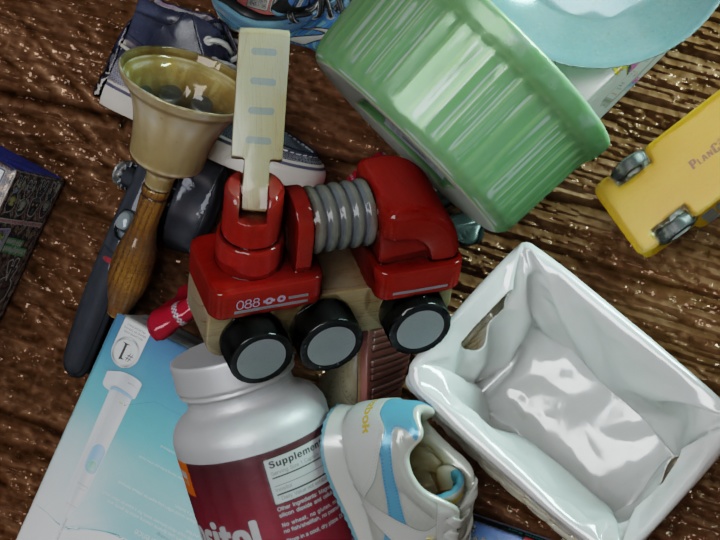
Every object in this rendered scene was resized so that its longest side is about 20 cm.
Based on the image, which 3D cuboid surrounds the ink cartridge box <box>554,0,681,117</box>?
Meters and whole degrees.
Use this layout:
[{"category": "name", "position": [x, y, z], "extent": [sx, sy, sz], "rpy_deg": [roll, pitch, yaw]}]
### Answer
[{"category": "ink cartridge box", "position": [0.150, -0.175, 1.699], "extent": [0.200, 0.067, 0.117], "rpy_deg": [-44, 76, 8]}]

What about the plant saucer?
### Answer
[{"category": "plant saucer", "position": [0.164, -0.238, 1.633], "extent": [0.200, 0.039, 0.202], "rpy_deg": [0, 88, 2]}]

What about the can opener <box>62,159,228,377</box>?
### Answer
[{"category": "can opener", "position": [-0.176, -0.009, 1.787], "extent": [0.078, 0.063, 0.201], "rpy_deg": [32, 97, 30]}]

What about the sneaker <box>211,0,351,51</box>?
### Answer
[{"category": "sneaker", "position": [-0.027, -0.192, 1.740], "extent": [0.199, 0.090, 0.079], "rpy_deg": [9, 90, 16]}]

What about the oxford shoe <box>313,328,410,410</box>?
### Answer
[{"category": "oxford shoe", "position": [-0.010, 0.081, 1.700], "extent": [0.074, 0.070, 0.201], "rpy_deg": [7, 95, 29]}]

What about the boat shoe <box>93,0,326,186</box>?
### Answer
[{"category": "boat shoe", "position": [-0.104, -0.136, 1.767], "extent": [0.199, 0.075, 0.093], "rpy_deg": [25, 102, 17]}]

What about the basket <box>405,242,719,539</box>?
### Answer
[{"category": "basket", "position": [0.147, 0.101, 1.644], "extent": [0.200, 0.123, 0.136], "rpy_deg": [41, 82, 13]}]

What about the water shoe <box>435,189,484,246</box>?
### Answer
[{"category": "water shoe", "position": [0.000, 0.000, 1.732], "extent": [0.200, 0.071, 0.079], "rpy_deg": [-35, 84, 14]}]

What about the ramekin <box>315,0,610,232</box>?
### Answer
[{"category": "ramekin", "position": [0.062, -0.118, 1.575], "extent": [0.200, 0.200, 0.098], "rpy_deg": [43, 88, 14]}]

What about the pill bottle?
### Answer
[{"category": "pill bottle", "position": [-0.065, 0.147, 1.645], "extent": [0.112, 0.113, 0.201], "rpy_deg": [-13, 102, 15]}]

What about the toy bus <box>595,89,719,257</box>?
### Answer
[{"category": "toy bus", "position": [0.264, -0.091, 1.655], "extent": [0.200, 0.078, 0.065], "rpy_deg": [-38, 78, 11]}]

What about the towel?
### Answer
[{"category": "towel", "position": [-0.063, -0.020, 1.714], "extent": [0.200, 0.145, 0.023], "rpy_deg": [-34, 94, 12]}]

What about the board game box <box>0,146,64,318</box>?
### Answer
[{"category": "board game box", "position": [-0.351, -0.018, 1.823], "extent": [0.159, 0.097, 0.201], "rpy_deg": [28, 95, 16]}]

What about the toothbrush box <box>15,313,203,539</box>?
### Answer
[{"category": "toothbrush box", "position": [-0.148, 0.152, 1.759], "extent": [0.146, 0.085, 0.201], "rpy_deg": [25, 93, 14]}]

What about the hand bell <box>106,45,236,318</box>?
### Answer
[{"category": "hand bell", "position": [-0.151, -0.051, 1.722], "extent": [0.104, 0.104, 0.201], "rpy_deg": [26, 117, 16]}]

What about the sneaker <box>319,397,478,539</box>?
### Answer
[{"category": "sneaker", "position": [0.045, 0.176, 1.632], "extent": [0.080, 0.077, 0.201], "rpy_deg": [-10, 122, 30]}]

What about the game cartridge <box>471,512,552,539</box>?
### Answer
[{"category": "game cartridge", "position": [0.081, 0.244, 1.715], "extent": [0.199, 0.038, 0.130], "rpy_deg": [17, 96, 17]}]

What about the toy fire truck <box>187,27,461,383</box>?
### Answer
[{"category": "toy fire truck", "position": [-0.027, -0.050, 1.559], "extent": [0.175, 0.201, 0.129], "rpy_deg": [-9, 43, -17]}]
